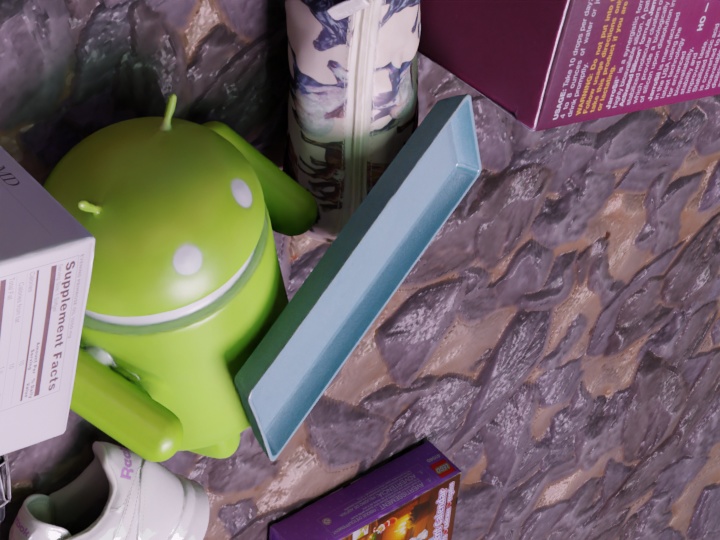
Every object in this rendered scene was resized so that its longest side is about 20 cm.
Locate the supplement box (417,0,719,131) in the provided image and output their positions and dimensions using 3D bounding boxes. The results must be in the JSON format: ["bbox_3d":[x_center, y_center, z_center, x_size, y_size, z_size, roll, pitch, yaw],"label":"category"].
[{"bbox_3d":[0.128,-0.159,1.060,0.199,0.131,0.104,-15,131,-41],"label":"supplement box"}]

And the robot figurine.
[{"bbox_3d":[-0.096,0.008,0.974,0.176,0.115,0.201,-57,153,-33],"label":"robot figurine"}]

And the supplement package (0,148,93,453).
[{"bbox_3d":[-0.229,0.023,0.830,0.199,0.114,0.110,-18,135,-39],"label":"supplement package"}]

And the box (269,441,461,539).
[{"bbox_3d":[-0.002,0.225,1.345,0.136,0.039,0.201,-25,138,-31],"label":"box"}]

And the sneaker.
[{"bbox_3d":[-0.177,0.178,1.098,0.200,0.075,0.100,-50,127,0],"label":"sneaker"}]

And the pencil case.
[{"bbox_3d":[-0.003,-0.104,1.002,0.090,0.077,0.201,-80,174,-47],"label":"pencil case"}]

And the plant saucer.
[{"bbox_3d":[0.000,0.000,0.991,0.201,0.019,0.070,-55,155,-23],"label":"plant saucer"}]

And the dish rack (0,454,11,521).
[{"bbox_3d":[-0.263,0.122,0.951,0.199,0.054,0.154,-31,142,-29],"label":"dish rack"}]
